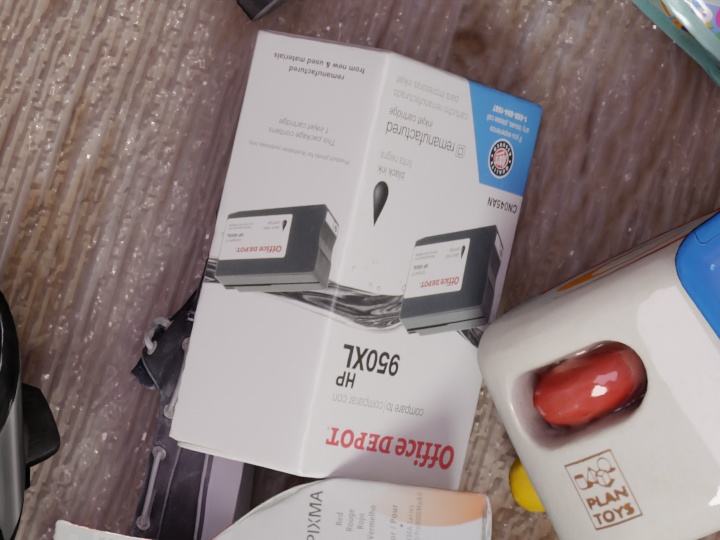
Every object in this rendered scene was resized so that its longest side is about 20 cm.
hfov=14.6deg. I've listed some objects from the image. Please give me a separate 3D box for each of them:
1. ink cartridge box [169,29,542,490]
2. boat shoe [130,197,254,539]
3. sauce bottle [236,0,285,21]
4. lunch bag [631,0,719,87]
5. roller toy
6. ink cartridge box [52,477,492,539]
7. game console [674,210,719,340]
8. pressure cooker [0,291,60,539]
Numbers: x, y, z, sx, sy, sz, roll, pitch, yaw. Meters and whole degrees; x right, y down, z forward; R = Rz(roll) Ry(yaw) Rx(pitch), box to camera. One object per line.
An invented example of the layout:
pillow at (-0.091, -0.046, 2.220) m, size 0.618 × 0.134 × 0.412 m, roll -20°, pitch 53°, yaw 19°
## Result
ink cartridge box at (0.000, 0.000, 1.354) m, size 0.084 × 0.144 × 0.201 m, roll 12°, pitch 90°, yaw 35°
boat shoe at (-0.081, 0.048, 1.406) m, size 0.067 × 0.072 × 0.202 m, roll 8°, pitch 94°, yaw 5°
sauce bottle at (-0.097, -0.216, 1.403) m, size 0.065 × 0.065 × 0.200 m, roll -36°, pitch 92°, yaw 1°
lunch bag at (0.176, -0.208, 1.372) m, size 0.170 × 0.122 × 0.200 m, roll -45°, pitch 85°, yaw 0°
roller toy at (0.158, 0.056, 1.343) m, size 0.199 × 0.182 × 0.140 m, roll -25°, pitch 90°, yaw 1°
ink cartridge box at (-0.048, 0.140, 1.351) m, size 0.199 × 0.162 × 0.050 m, roll 10°, pitch 65°, yaw -4°
game console at (0.267, 0.017, 1.263) m, size 0.170 × 0.118 × 0.201 m, roll -36°, pitch 89°, yaw 18°
pressure cooker at (-0.243, 0.084, 1.348) m, size 0.175 × 0.200 × 0.179 m, roll 20°, pitch 57°, yaw 6°
